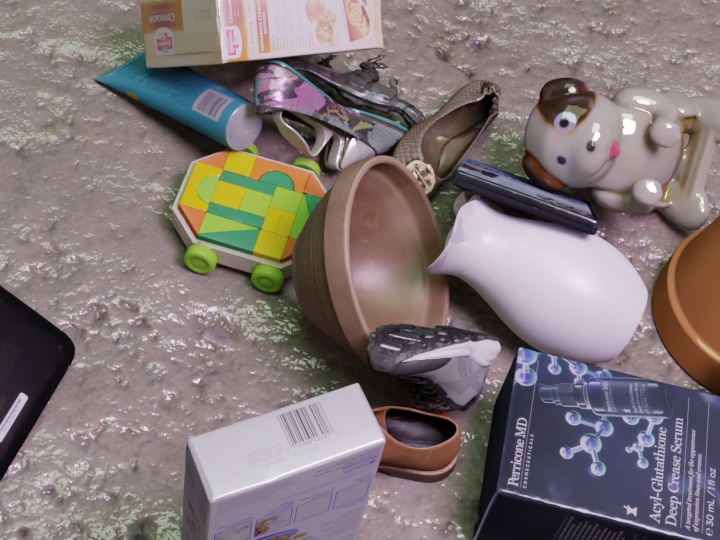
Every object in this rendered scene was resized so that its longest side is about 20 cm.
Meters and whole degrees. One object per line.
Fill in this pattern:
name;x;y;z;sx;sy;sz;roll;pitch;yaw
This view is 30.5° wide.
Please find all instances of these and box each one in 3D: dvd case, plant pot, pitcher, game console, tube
dvd case;0.164;-0.076;1.311;0.141;0.018;0.200;20;10;4
plant pot;0.000;0.000;1.236;0.092;0.201;0.202;-10;47;30
plant pot;0.404;0.012;1.298;0.198;0.141;0.202;5;54;-7
pitcher;0.172;-0.005;1.284;0.199;0.122;0.172;28;26;-3
game console;-0.382;0.106;1.166;0.176;0.116;0.201;39;52;-19
tube;-0.186;-0.184;1.374;0.199;0.051;0.077;31;48;34

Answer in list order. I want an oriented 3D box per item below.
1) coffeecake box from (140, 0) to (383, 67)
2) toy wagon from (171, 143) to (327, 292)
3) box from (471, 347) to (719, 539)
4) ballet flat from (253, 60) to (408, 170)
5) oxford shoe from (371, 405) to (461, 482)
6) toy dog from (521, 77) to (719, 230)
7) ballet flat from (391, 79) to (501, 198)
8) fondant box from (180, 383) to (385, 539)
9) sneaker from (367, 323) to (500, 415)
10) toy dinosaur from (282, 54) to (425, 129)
coffeecake box;-0.101;-0.253;1.356;0.199;0.074;0.153;-13;13;-37
toy wagon;-0.084;-0.052;1.318;0.198;0.040;0.156;16;54;1
box;0.213;0.177;1.167;0.198;0.107;0.149;13;54;1
ballet flat;-0.034;-0.145;1.351;0.199;0.069;0.072;23;76;-39
oxford shoe;-0.007;0.143;1.176;0.198;0.072;0.072;1;56;-7
toy dog;0.257;-0.137;1.350;0.199;0.141;0.194;1;30;-39
ballet flat;0.095;-0.139;1.395;0.200;0.046;0.068;-47;115;-36
fondant box;-0.067;0.183;1.055;0.143;0.201;0.059;-16;57;-20
sneaker;0.067;0.089;1.165;0.073;0.200;0.080;12;91;29
toy dinosaur;-0.011;-0.203;1.421;0.198;0.048;0.088;17;31;-11
